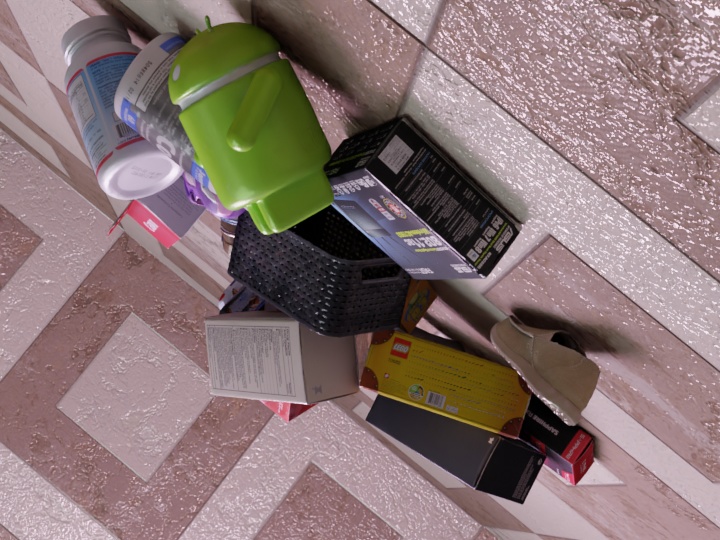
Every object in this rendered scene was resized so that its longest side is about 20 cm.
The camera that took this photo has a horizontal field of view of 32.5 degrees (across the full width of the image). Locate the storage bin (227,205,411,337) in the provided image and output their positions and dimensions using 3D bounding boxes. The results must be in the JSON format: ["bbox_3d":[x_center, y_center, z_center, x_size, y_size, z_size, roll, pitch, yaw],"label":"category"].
[{"bbox_3d":[-0.047,-0.009,1.441,0.134,0.095,0.199,-5,-153,-44],"label":"storage bin"}]

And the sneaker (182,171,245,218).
[{"bbox_3d":[-0.171,-0.107,1.454,0.079,0.089,0.201,13,-152,-23],"label":"sneaker"}]

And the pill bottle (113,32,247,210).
[{"bbox_3d":[-0.158,-0.154,1.336,0.199,0.114,0.114,38,169,8],"label":"pill bottle"}]

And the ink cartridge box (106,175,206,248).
[{"bbox_3d":[-0.251,-0.093,1.645,0.084,0.176,0.200,40,170,-8],"label":"ink cartridge box"}]

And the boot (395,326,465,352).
[{"bbox_3d":[0.045,0.070,1.665,0.197,0.070,0.133,8,130,15],"label":"boot"}]

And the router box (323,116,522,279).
[{"bbox_3d":[0.046,-0.061,1.163,0.149,0.062,0.200,40,169,-12],"label":"router box"}]

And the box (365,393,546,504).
[{"bbox_3d":[0.126,0.223,1.642,0.199,0.080,0.141,27,177,39],"label":"box"}]

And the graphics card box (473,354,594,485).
[{"bbox_3d":[0.224,0.205,1.680,0.199,0.051,0.126,36,169,21],"label":"graphics card box"}]

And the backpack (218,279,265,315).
[{"bbox_3d":[-0.093,0.053,1.762,0.154,0.191,0.201,36,167,45],"label":"backpack"}]

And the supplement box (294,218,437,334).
[{"bbox_3d":[0.000,0.000,1.560,0.199,0.067,0.069,32,168,36],"label":"supplement box"}]

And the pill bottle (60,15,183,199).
[{"bbox_3d":[-0.283,-0.194,1.451,0.109,0.107,0.202,69,178,-70],"label":"pill bottle"}]

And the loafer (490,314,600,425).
[{"bbox_3d":[0.197,0.093,1.287,0.076,0.068,0.200,45,-176,-25],"label":"loafer"}]

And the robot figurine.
[{"bbox_3d":[-0.101,-0.136,1.136,0.202,0.115,0.175,64,166,-7],"label":"robot figurine"}]

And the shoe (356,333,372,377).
[{"bbox_3d":[-0.018,0.093,1.577,0.201,0.069,0.054,101,148,-58],"label":"shoe"}]

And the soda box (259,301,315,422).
[{"bbox_3d":[-0.087,0.095,1.619,0.070,0.063,0.202,32,131,30],"label":"soda box"}]

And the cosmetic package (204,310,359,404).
[{"bbox_3d":[-0.098,0.102,1.501,0.086,0.105,0.199,-7,-175,-40],"label":"cosmetic package"}]

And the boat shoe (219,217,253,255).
[{"bbox_3d":[-0.141,-0.063,1.577,0.071,0.074,0.200,16,-167,11],"label":"boat shoe"}]

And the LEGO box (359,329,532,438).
[{"bbox_3d":[0.105,0.133,1.492,0.197,0.078,0.149,18,177,5],"label":"LEGO box"}]
